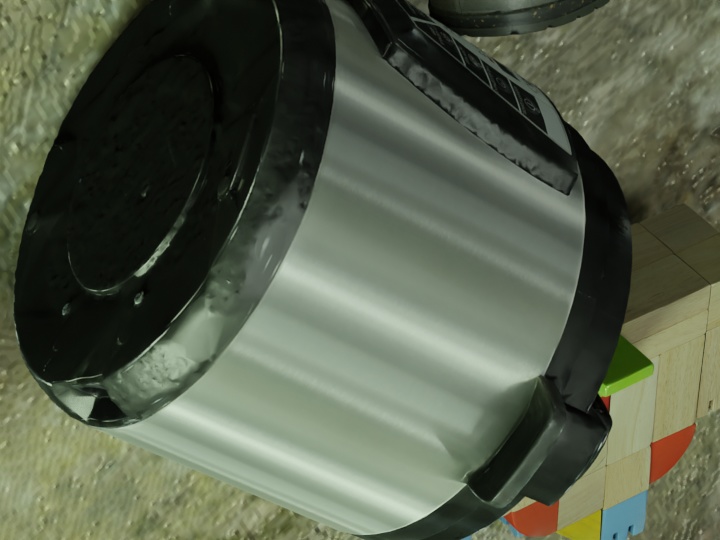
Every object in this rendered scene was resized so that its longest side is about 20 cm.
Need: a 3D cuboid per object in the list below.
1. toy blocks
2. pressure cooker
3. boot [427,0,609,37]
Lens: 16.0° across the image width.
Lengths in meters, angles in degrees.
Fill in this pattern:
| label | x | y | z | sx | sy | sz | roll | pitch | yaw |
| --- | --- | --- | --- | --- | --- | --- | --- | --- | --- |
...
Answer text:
| label | x | y | z | sx | sy | sz | roll | pitch | yaw |
| --- | --- | --- | --- | --- | --- | --- | --- | --- | --- |
| toy blocks | 0.089 | 0.063 | 1.086 | 0.199 | 0.100 | 0.137 | -23 | 135 | -25 |
| pressure cooker | -0.002 | 0.002 | 0.913 | 0.199 | 0.178 | 0.177 | 27 | 60 | -30 |
| boot | 0.076 | -0.181 | 0.954 | 0.200 | 0.067 | 0.131 | -44 | 131 | -40 |
